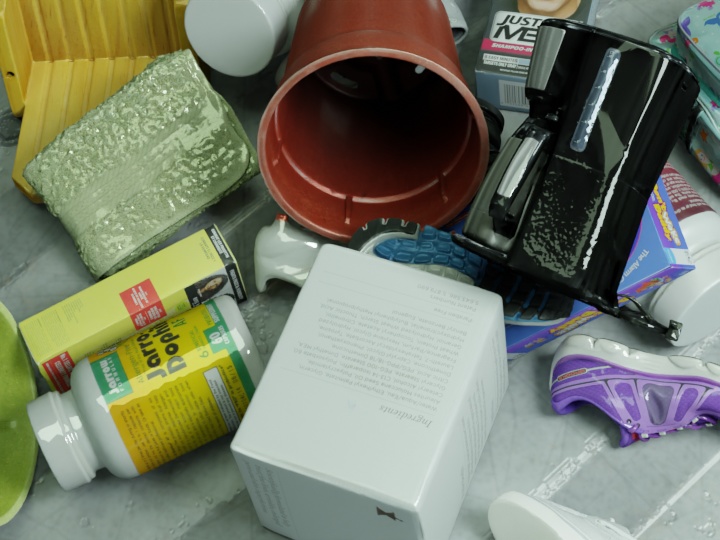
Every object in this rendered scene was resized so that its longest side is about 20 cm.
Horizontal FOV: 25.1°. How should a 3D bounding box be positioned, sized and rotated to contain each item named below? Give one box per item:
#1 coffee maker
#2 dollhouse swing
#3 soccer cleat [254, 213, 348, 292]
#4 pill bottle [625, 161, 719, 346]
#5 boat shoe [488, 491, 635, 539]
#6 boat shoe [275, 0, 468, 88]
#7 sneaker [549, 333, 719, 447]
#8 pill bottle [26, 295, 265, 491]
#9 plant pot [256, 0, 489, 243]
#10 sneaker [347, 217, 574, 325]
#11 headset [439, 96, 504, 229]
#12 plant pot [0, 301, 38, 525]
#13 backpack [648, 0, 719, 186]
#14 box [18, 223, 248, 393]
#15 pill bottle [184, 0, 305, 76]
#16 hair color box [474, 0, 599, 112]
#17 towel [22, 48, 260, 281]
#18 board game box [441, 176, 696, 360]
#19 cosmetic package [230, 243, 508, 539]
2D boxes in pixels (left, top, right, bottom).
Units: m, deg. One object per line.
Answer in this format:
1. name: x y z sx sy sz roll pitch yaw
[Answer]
1. coffee maker: 0.194 -0.076 1.281 0.190 0.135 0.202 24 91 -2
2. dollhouse swing: -0.257 -0.191 1.558 0.197 0.183 0.177 -1 41 6
3. soccer cleat: 0.000 0.000 1.477 0.198 0.069 0.079 10 93 3
4. pill bottle: 0.249 -0.037 1.433 0.114 0.115 0.200 -32 61 -12
5. boat shoe: 0.198 0.234 1.309 0.199 0.073 0.068 27 39 29
6. boat shoe: 0.014 -0.212 1.593 0.198 0.072 0.069 -24 60 -18
7. sneaker: 0.257 0.116 1.382 0.198 0.081 0.084 11 78 21
8. pill bottle: -0.181 0.110 1.400 0.198 0.113 0.113 -25 60 -7
9. plant pot: 0.011 -0.162 1.446 0.198 0.202 0.196 -5 39 4
10. sneaker: 0.090 0.012 1.393 0.198 0.087 0.075 15 62 20
11. headset: 0.113 -0.102 1.524 0.198 0.094 0.125 -19 54 14
12. plant pot: -0.402 0.127 1.389 0.182 0.201 0.202 -8 59 16
13. backpack: 0.376 -0.165 1.479 0.176 0.151 0.201 -24 65 -9
14. box: -0.204 0.037 1.468 0.198 0.076 0.050 -26 61 -10
15. pill bottle: -0.087 -0.279 1.575 0.113 0.115 0.201 16 40 15
16. hair color box: 0.180 -0.253 1.595 0.098 0.061 0.202 9 61 12
17. towel: -0.205 -0.099 1.517 0.199 0.036 0.149 -36 88 2
18. board game box: 0.173 -0.023 1.392 0.199 0.045 0.136 -29 70 35
19. cosmetic package: 0.014 0.119 1.342 0.163 0.165 0.201 17 62 16
